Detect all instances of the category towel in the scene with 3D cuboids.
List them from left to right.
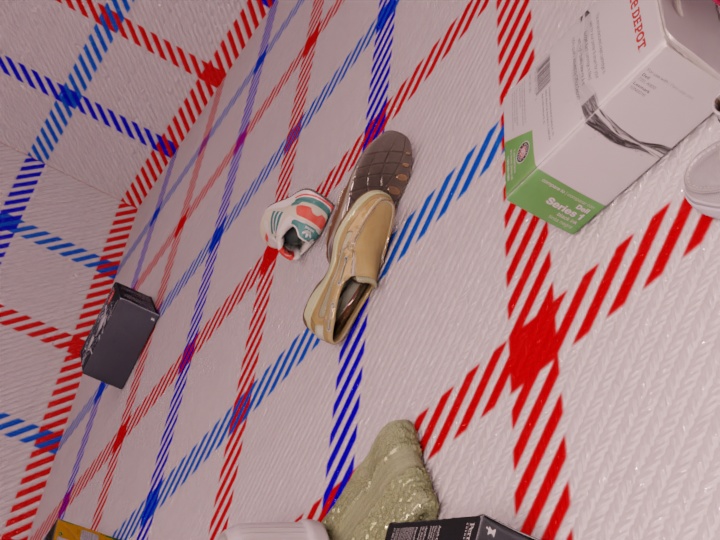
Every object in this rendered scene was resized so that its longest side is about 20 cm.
[{"bbox_3d":[0.003,0.252,0.994,0.200,0.036,0.148,-57,22,19],"label":"towel"}]

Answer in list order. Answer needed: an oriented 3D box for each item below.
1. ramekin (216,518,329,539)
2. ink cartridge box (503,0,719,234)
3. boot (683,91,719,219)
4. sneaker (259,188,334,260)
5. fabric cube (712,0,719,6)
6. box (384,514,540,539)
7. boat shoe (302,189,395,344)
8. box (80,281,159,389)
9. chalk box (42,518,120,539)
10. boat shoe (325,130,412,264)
[{"bbox_3d":[-0.097,0.333,0.989,0.202,0.094,0.203,-169,90,-77],"label":"ramekin"},{"bbox_3d":[0.215,-0.152,0.895,0.200,0.084,0.146,-45,27,41],"label":"ink cartridge box"},{"bbox_3d":[0.263,-0.092,0.682,0.200,0.095,0.074,-19,47,63],"label":"boot"},{"bbox_3d":[-0.117,-0.057,1.627,0.200,0.070,0.094,-25,37,56],"label":"sneaker"},{"bbox_3d":[0.301,-0.307,0.712,0.200,0.196,0.200,-40,32,46],"label":"fabric cube"},{"bbox_3d":[0.057,0.288,0.754,0.141,0.079,0.200,-32,36,61],"label":"box"},{"bbox_3d":[0.000,0.000,1.292,0.076,0.072,0.200,35,106,56],"label":"boat shoe"},{"bbox_3d":[-0.574,0.151,2.468,0.200,0.104,0.182,-63,21,2],"label":"box"},{"bbox_3d":[-0.521,0.552,1.808,0.200,0.124,0.125,-52,23,31],"label":"chalk box"},{"bbox_3d":[0.003,-0.093,1.373,0.200,0.076,0.072,-63,18,-4],"label":"boat shoe"}]
